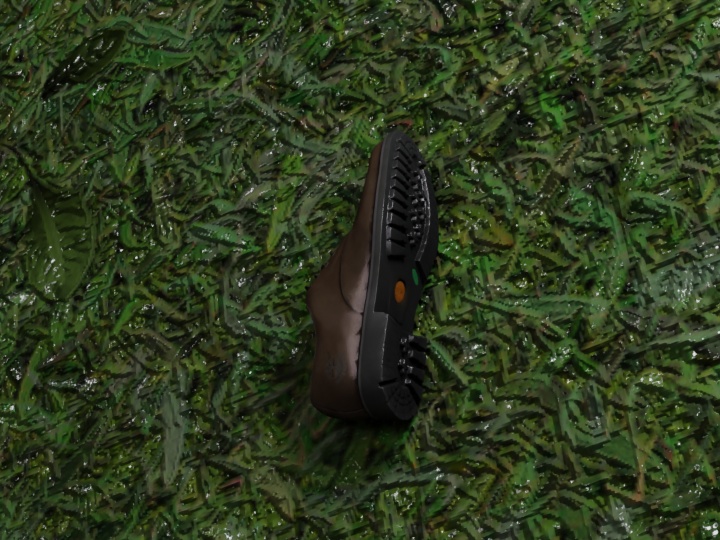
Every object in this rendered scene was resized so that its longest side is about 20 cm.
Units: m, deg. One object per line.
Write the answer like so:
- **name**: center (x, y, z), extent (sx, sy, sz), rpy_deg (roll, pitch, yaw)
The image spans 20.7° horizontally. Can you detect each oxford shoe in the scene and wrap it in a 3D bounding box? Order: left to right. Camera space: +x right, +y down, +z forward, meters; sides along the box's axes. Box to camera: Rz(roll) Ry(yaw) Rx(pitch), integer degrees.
- **oxford shoe**: center (0.000, 0.000, 1.274), extent (0.084, 0.073, 0.202), rpy_deg (-7, 59, 31)
